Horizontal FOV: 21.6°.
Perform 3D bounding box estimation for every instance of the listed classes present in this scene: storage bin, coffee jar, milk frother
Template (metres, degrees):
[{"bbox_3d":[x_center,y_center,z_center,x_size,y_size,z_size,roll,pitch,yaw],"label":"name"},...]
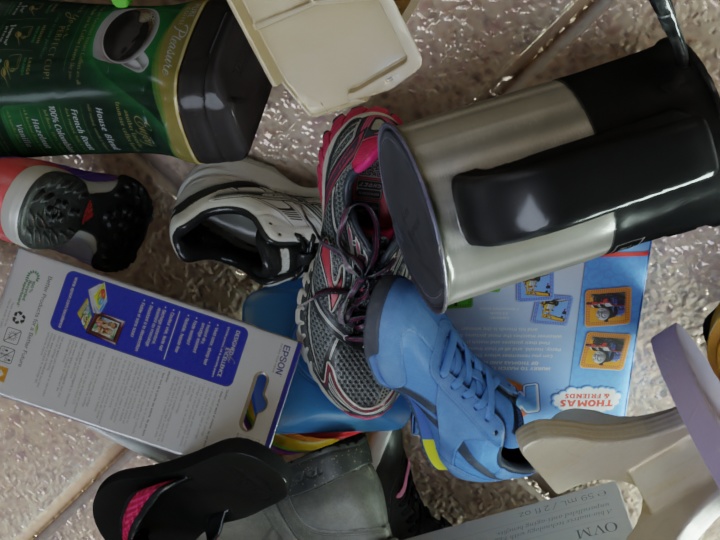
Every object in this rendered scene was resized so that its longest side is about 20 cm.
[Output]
[{"bbox_3d":[-0.011,-0.222,1.039,0.093,0.201,0.200,-14,119,29],"label":"storage bin"},{"bbox_3d":[-0.154,-0.123,1.223,0.198,0.105,0.086,3,141,18],"label":"coffee jar"},{"bbox_3d":[0.105,-0.103,1.093,0.186,0.202,0.181,-17,169,-11],"label":"milk frother"}]

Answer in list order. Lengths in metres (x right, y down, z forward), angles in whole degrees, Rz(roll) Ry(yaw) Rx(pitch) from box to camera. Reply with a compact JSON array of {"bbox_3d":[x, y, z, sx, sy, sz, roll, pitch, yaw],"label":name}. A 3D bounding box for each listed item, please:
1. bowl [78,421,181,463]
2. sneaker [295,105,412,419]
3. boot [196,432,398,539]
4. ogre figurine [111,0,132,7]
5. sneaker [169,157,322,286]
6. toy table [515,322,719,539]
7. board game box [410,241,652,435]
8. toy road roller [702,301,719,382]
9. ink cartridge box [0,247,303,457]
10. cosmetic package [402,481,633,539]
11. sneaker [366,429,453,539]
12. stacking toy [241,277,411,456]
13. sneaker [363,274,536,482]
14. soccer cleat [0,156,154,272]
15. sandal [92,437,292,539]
[{"bbox_3d":[-0.162,0.066,1.344,0.200,0.201,0.091,29,88,-2],"label":"bowl"},{"bbox_3d":[0.000,0.000,1.203,0.080,0.075,0.202,-3,106,-9],"label":"sneaker"},{"bbox_3d":[-0.049,0.200,1.284,0.199,0.067,0.132,-24,85,37],"label":"boot"},{"bbox_3d":[-0.128,-0.223,1.132,0.198,0.120,0.099,18,129,6],"label":"ogre figurine"},{"bbox_3d":[-0.034,-0.017,1.269,0.198,0.088,0.076,9,125,11],"label":"sneaker"},{"bbox_3d":[0.191,0.133,1.192,0.117,0.200,0.184,-32,114,13],"label":"toy table"},{"bbox_3d":[0.111,0.025,1.253,0.150,0.037,0.202,0,126,-2],"label":"board game box"},{"bbox_3d":[0.306,0.074,1.172,0.199,0.146,0.123,35,127,-8],"label":"toy road roller"},{"bbox_3d":[-0.145,0.062,1.232,0.198,0.096,0.037,18,172,3],"label":"ink cartridge box"},{"bbox_3d":[0.116,0.278,1.311,0.197,0.201,0.124,-16,128,2],"label":"cosmetic package"},{"bbox_3d":[0.039,0.182,1.401,0.098,0.071,0.201,14,134,7],"label":"sneaker"},{"bbox_3d":[-0.046,0.094,1.354,0.115,0.111,0.200,0,155,-18],"label":"stacking toy"},{"bbox_3d":[0.064,0.070,1.193,0.078,0.066,0.201,9,148,30],"label":"sneaker"},{"bbox_3d":[-0.203,-0.043,1.267,0.073,0.200,0.069,21,93,19],"label":"soccer cleat"},{"bbox_3d":[-0.119,0.158,1.227,0.075,0.045,0.199,34,143,-22],"label":"sandal"}]
